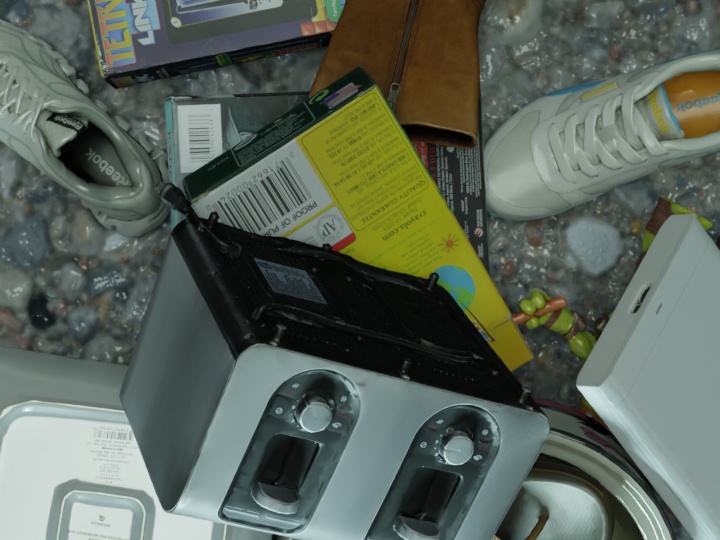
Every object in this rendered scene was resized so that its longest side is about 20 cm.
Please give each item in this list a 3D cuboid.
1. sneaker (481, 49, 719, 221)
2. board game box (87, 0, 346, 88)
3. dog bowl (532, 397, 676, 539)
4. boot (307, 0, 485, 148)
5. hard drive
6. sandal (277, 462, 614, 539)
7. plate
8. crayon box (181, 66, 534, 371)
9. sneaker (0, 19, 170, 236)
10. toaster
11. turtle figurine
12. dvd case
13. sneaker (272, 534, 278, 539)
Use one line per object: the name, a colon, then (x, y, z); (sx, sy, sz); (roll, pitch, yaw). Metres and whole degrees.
sneaker: (0.162, -0.090, 1.218); (0.198, 0.081, 0.077); (-23, 89, 2)
board game box: (-0.100, -0.231, 1.244); (0.164, 0.057, 0.202); (-10, 88, 3)
dog bowl: (0.093, 0.165, 1.179); (0.198, 0.074, 0.202); (3, 114, 7)
boot: (0.075, -0.165, 1.183); (0.186, 0.069, 0.201); (11, 57, 0)
hard drive: (0.213, 0.083, 1.161); (0.200, 0.026, 0.132); (50, 58, -29)
sandal: (0.046, 0.158, 1.112); (0.198, 0.055, 0.082); (-3, 114, 10)
plate: (-0.149, 0.153, 1.125); (0.197, 0.032, 0.202); (7, 85, 2)
crayon box: (0.000, 0.000, 1.137); (0.126, 0.051, 0.201); (-31, 112, 0)
sneaker: (-0.202, -0.100, 1.229); (0.199, 0.081, 0.075); (35, 90, 4)
toaster: (-0.024, 0.060, 1.034); (0.179, 0.200, 0.120); (16, 108, -25)
turtle figurine: (0.187, 0.048, 1.219); (0.199, 0.064, 0.162); (33, 90, -5)
dvd case: (-0.017, -0.037, 1.185); (0.198, 0.022, 0.148); (-5, 93, -19)
sneaker: (-0.023, 0.118, 1.228); (0.106, 0.075, 0.201); (33, 70, -28)
